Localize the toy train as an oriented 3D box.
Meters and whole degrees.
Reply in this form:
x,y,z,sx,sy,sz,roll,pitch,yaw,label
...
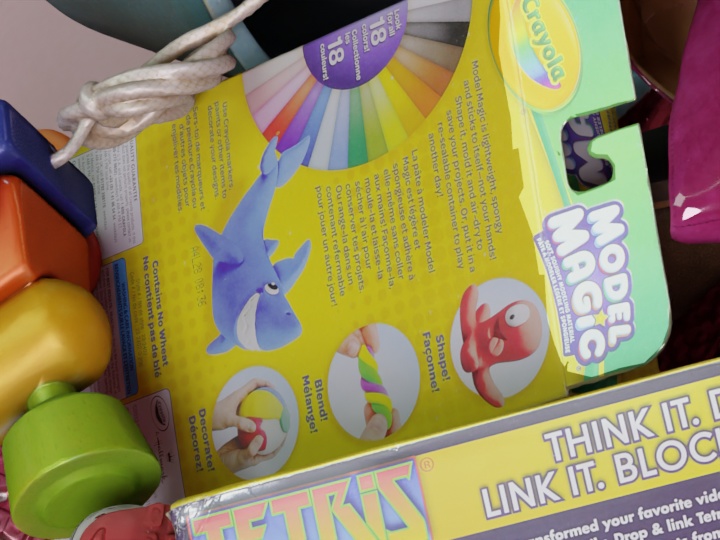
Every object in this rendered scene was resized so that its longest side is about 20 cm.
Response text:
x,y,z,sx,sy,sz,roll,pitch,yaw,label
-0.079,0.014,0.720,0.200,0.085,0.116,-33,57,7,toy train

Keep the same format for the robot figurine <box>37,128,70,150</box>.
x,y,z,sx,sy,sz,roll,pitch,yaw,label
-0.090,0.038,0.886,0.144,0.117,0.200,35,89,25,robot figurine

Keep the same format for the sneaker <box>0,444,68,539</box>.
x,y,z,sx,sy,sz,roll,pitch,yaw,label
-0.151,0.122,0.819,0.200,0.081,0.075,-47,0,15,sneaker

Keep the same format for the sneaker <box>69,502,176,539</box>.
x,y,z,sx,sy,sz,roll,pitch,yaw,label
-0.067,0.130,0.732,0.082,0.200,0.078,8,48,2,sneaker

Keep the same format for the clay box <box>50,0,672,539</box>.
x,y,z,sx,sy,sz,roll,pitch,yaw,label
0.000,0.000,0.746,0.200,0.048,0.115,-20,68,34,clay box

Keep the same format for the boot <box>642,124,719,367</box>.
x,y,z,sx,sy,sz,roll,pitch,yaw,label
0.069,0.006,0.805,0.199,0.076,0.074,-20,6,17,boot

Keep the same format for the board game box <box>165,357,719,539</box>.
x,y,z,sx,sy,sz,roll,pitch,yaw,label
0.071,0.108,0.634,0.199,0.057,0.166,-15,77,17,board game box

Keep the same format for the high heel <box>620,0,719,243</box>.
x,y,z,sx,sy,sz,roll,pitch,yaw,label
0.077,-0.056,0.742,0.096,0.068,0.200,-19,19,-17,high heel

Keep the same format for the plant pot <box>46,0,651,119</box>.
x,y,z,sx,sy,sz,roll,pitch,yaw,label
-0.016,-0.138,0.897,0.196,0.200,0.201,15,73,58,plant pot
